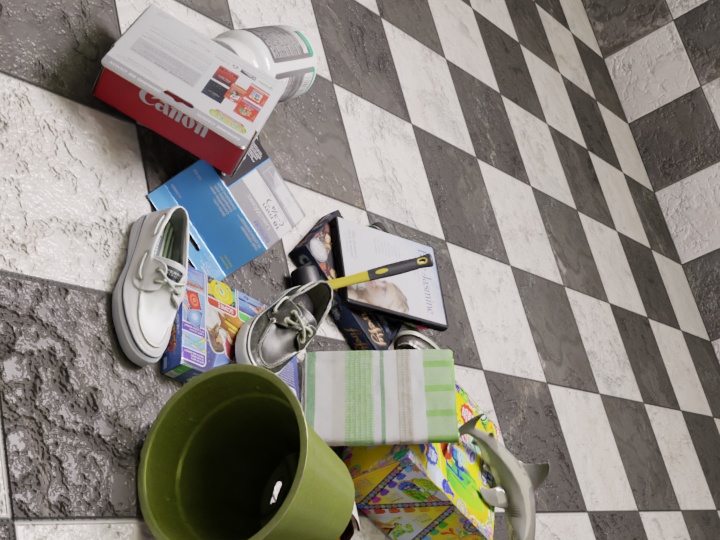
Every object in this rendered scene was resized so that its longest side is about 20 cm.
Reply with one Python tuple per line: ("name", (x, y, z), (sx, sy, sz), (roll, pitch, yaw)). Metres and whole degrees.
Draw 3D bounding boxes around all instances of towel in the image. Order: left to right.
("towel", (0.023, 0.165, 1.354), (0.031, 0.199, 0.149), (88, 2, -47))

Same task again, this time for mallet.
("mallet", (0.000, 0.000, 1.466), (0.041, 0.200, 0.066), (103, -35, -73))

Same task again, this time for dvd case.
("dvd case", (0.044, 0.007, 1.565), (0.200, 0.018, 0.143), (16, 52, -37))

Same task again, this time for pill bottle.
("pill bottle", (-0.153, -0.287, 1.505), (0.113, 0.113, 0.200), (62, 29, -2))

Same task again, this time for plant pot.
("plant pot", (-0.100, 0.226, 1.127), (0.190, 0.200, 0.201), (45, 32, -53))

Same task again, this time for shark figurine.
("shark figurine", (0.202, 0.260, 1.412), (0.215, 0.089, 0.128), (61, 27, -12))

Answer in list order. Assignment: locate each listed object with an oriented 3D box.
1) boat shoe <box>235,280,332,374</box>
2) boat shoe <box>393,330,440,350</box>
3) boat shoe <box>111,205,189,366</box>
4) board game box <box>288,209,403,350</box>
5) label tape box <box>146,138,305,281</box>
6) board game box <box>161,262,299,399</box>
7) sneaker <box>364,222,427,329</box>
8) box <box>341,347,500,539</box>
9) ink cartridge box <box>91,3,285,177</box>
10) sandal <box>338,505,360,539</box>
("boat shoe", (-0.090, 0.067, 1.294), (0.071, 0.064, 0.200), (55, 30, -14))
("boat shoe", (0.104, 0.178, 1.568), (0.201, 0.072, 0.061), (59, 29, -27))
("boat shoe", (-0.229, 0.008, 1.189), (0.073, 0.067, 0.200), (31, 42, -43))
("board game box", (-0.014, 0.023, 1.555), (0.200, 0.035, 0.136), (56, 30, -12))
("label tape box", (-0.166, -0.083, 1.369), (0.144, 0.063, 0.200), (57, 29, -9))
("board game box", (-0.153, 0.089, 1.276), (0.200, 0.034, 0.136), (32, 43, -43))
("sneaker", (0.068, 0.005, 1.661), (0.200, 0.077, 0.084), (56, 34, -15))
("box", (0.085, 0.253, 1.439), (0.193, 0.122, 0.200), (48, 32, -26))
("ink cartridge box", (-0.216, -0.214, 1.306), (0.200, 0.084, 0.176), (31, 37, -7))
("sandal", (-0.031, 0.308, 1.270), (0.079, 0.059, 0.207), (36, 39, -40))
